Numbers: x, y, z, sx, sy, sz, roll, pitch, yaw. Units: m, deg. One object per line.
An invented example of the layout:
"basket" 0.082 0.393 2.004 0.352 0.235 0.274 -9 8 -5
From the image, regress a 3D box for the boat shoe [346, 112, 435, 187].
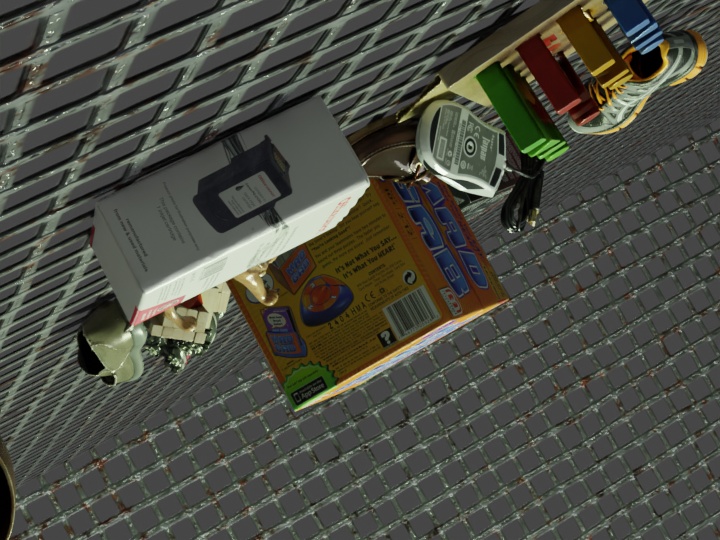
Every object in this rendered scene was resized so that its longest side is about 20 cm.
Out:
"boat shoe" 0.051 -0.117 1.609 0.070 0.071 0.200 -34 172 37

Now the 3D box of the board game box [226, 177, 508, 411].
"board game box" 0.000 0.000 1.728 0.200 0.200 0.200 -31 174 21

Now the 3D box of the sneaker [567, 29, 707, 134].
"sneaker" 0.323 -0.234 2.015 0.200 0.079 0.077 -37 158 35

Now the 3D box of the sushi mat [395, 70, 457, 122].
"sushi mat" 0.124 -0.193 1.560 0.200 0.012 0.096 -26 174 -35

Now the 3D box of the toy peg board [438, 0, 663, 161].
"toy peg board" 0.195 -0.183 1.479 0.199 0.098 0.200 -33 173 13

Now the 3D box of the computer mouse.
"computer mouse" 0.110 -0.111 1.594 0.044 0.110 0.200 3 166 44

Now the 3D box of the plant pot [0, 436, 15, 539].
"plant pot" -0.437 0.213 1.717 0.186 0.187 0.200 -29 -170 2

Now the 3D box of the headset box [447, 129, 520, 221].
"headset box" 0.125 -0.105 2.111 0.149 0.077 0.200 -32 175 39

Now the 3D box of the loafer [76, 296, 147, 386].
"loafer" -0.275 0.078 1.773 0.069 0.075 0.200 -22 164 -17

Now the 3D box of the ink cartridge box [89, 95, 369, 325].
"ink cartridge box" -0.108 -0.046 1.321 0.199 0.085 0.145 -27 175 -16

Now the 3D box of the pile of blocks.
"pile of blocks" -0.187 0.020 1.781 0.200 0.082 0.062 -67 173 -78

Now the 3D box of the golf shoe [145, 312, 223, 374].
"golf shoe" -0.209 0.060 2.028 0.088 0.077 0.200 -49 -174 -23

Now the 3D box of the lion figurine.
"lion figurine" -0.151 -0.007 1.533 0.199 0.073 0.123 -23 142 5
